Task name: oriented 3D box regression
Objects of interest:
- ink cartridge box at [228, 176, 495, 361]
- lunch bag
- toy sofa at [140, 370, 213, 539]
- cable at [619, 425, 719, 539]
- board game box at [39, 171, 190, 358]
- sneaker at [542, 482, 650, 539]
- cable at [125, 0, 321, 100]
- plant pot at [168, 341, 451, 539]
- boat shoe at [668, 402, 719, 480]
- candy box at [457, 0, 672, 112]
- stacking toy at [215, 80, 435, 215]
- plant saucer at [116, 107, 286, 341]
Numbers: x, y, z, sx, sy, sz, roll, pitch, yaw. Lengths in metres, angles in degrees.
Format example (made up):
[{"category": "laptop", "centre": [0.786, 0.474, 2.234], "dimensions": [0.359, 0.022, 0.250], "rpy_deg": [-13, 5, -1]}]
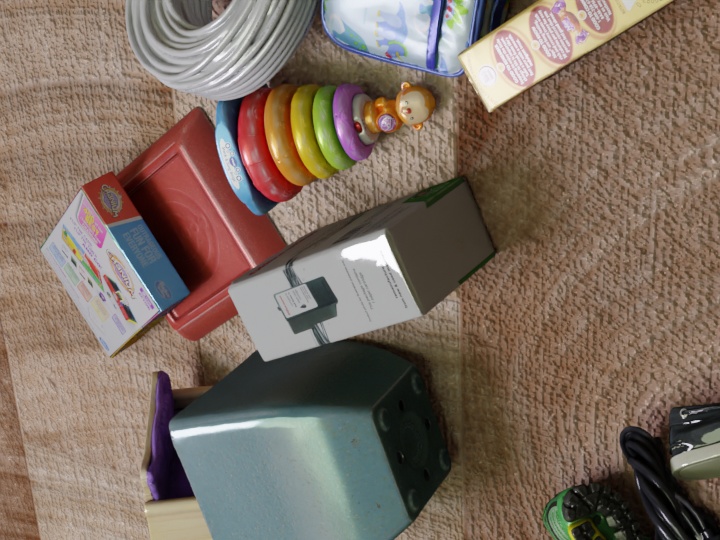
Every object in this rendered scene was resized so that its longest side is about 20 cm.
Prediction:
[{"category": "ink cartridge box", "centre": [0.000, 0.000, 1.114], "dimensions": [0.199, 0.146, 0.084], "rpy_deg": [-18, 102, 39]}, {"category": "lunch bag", "centre": [0.052, -0.268, 1.000], "dimensions": [0.159, 0.082, 0.202], "rpy_deg": [23, 123, 21]}, {"category": "toy sofa", "centre": [-0.179, 0.191, 1.286], "dimensions": [0.082, 0.201, 0.099], "rpy_deg": [-4, 120, -3]}, {"category": "cable", "centre": [0.268, 0.225, 1.026], "dimensions": [0.050, 0.163, 0.202], "rpy_deg": [-30, 84, 18]}, {"category": "board game box", "centre": [-0.271, -0.001, 1.329], "dimensions": [0.154, 0.040, 0.200], "rpy_deg": [57, 148, 0]}, {"category": "sneaker", "centre": [0.248, 0.275, 1.127], "dimensions": [0.201, 0.078, 0.085], "rpy_deg": [51, 160, -2]}, {"category": "cable", "centre": [-0.122, -0.253, 1.087], "dimensions": [0.199, 0.069, 0.202], "rpy_deg": [23, 94, 39]}, {"category": "plant pot", "centre": [-0.029, 0.179, 1.195], "dimensions": [0.198, 0.196, 0.198], "rpy_deg": [-15, 102, 29]}, {"category": "boat shoe", "centre": [0.339, 0.111, 0.979], "dimensions": [0.198, 0.074, 0.067], "rpy_deg": [-24, 56, 27]}, {"category": "candy box", "centre": [0.180, -0.199, 0.917], "dimensions": [0.199, 0.116, 0.057], "rpy_deg": [-31, 93, 39]}, {"category": "stacking toy", "centre": [-0.023, -0.130, 1.113], "dimensions": [0.198, 0.110, 0.117], "rpy_deg": [-10, 109, 25]}, {"category": "plant saucer", "centre": [-0.185, -0.037, 1.296], "dimensions": [0.199, 0.037, 0.201], "rpy_deg": [-31, 92, 40]}]
